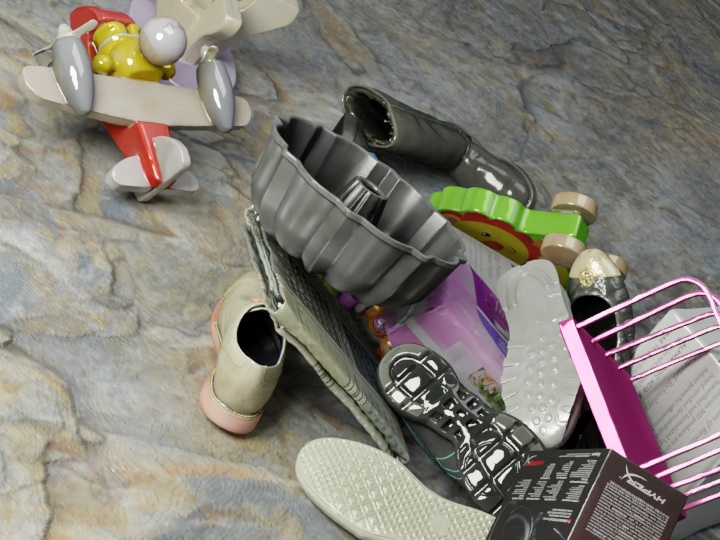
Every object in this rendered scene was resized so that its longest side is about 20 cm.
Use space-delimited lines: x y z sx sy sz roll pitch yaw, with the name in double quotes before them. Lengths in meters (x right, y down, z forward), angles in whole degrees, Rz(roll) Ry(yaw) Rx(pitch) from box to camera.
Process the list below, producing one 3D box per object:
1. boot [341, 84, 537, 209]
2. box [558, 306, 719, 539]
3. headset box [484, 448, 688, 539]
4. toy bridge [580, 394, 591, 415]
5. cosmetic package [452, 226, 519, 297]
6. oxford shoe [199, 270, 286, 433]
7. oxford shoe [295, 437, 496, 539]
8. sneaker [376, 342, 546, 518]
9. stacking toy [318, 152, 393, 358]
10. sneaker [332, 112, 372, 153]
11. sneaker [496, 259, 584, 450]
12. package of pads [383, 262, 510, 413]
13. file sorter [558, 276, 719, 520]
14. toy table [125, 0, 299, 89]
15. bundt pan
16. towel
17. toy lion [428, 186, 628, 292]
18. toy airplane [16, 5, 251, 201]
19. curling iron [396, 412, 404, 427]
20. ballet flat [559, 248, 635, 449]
"boot" 0.089 -0.131 1.753 0.181 0.073 0.200 38 8 31
"box" 0.327 0.145 1.510 0.198 0.201 0.131 -3 47 -50
"headset box" 0.137 0.235 1.151 0.077 0.201 0.149 30 -15 -11
"toy bridge" 0.150 0.176 1.363 0.027 0.067 0.201 40 59 -8
"cosmetic package" 0.147 0.044 1.593 0.199 0.074 0.102 28 29 -14
"oxford shoe" -0.084 0.052 1.323 0.070 0.074 0.201 25 30 -15
"oxford shoe" 0.035 0.200 1.264 0.198 0.058 0.076 26 59 7
"sneaker" 0.095 0.143 1.317 0.200 0.075 0.079 49 -10 21
"stacking toy" 0.000 0.000 1.483 0.110 0.115 0.202 82 -16 -78
"sneaker" 0.008 -0.079 1.638 0.104 0.060 0.201 27 35 -15
"sneaker" 0.166 0.083 1.380 0.201 0.076 0.081 -86 158 -45
"package of pads" 0.099 0.069 1.433 0.200 0.075 0.121 48 26 -30
"file sorter" 0.267 0.105 1.294 0.200 0.124 0.140 37 31 -61
"toy table" -0.170 -0.271 1.661 0.183 0.117 0.201 12 38 -37
"bundt pan" -0.011 -0.041 1.326 0.201 0.076 0.202 34 18 -12
"towel" -0.035 0.054 1.327 0.200 0.034 0.193 53 9 -29
"toy lion" 0.164 -0.024 1.649 0.200 0.190 0.069 50 52 -52
"toy airplane" -0.200 -0.164 1.443 0.198 0.142 0.200 33 28 -8
"curling iron" 0.095 0.174 1.397 0.200 0.026 0.050 45 50 4
"ballet flat" 0.213 0.079 1.443 0.057 0.066 0.202 10 78 -51
